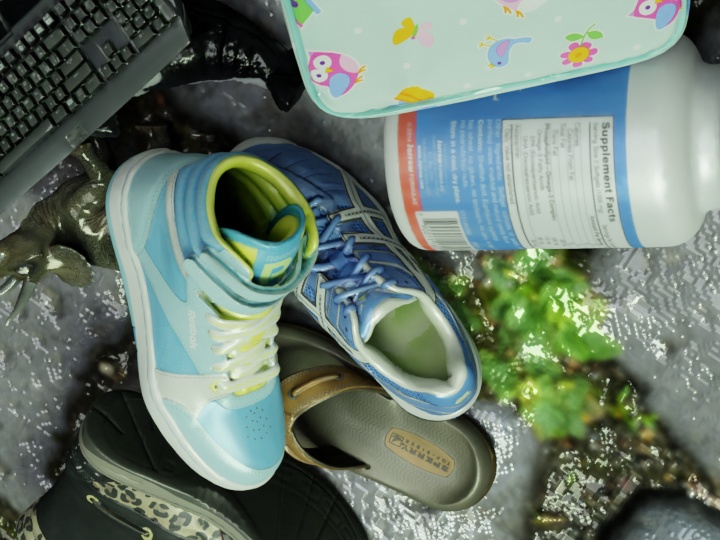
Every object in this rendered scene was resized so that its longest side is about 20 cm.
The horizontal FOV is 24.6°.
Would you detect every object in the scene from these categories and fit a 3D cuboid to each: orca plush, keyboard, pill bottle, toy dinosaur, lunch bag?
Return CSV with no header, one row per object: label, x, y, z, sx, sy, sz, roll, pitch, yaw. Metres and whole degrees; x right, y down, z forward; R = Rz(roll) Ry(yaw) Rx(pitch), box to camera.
orca plush,-0.129,-0.129,0.929,0.199,0.071,0.106,21,76,14
keyboard,-0.191,-0.123,0.918,0.200,0.021,0.127,-37,84,24
pill bottle,0.121,-0.067,0.856,0.199,0.112,0.113,-1,105,19
toy dinosaur,-0.129,-0.035,0.985,0.199,0.077,0.103,-4,110,-11
lunch bag,0.052,-0.152,0.774,0.199,0.077,0.161,-9,141,5

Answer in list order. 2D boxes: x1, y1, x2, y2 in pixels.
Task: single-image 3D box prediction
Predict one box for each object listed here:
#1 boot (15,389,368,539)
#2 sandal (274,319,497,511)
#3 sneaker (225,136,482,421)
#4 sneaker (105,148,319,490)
boot,-0.108,0.167,1.032,0.203,0.074,0.154,31,134,-13
sandal,-0.017,0.092,0.981,0.199,0.055,0.082,27,112,11
sneaker,0.000,0.000,0.926,0.076,0.077,0.200,-45,89,-4
sneaker,-0.065,0.028,0.893,0.130,0.079,0.201,-5,107,53
